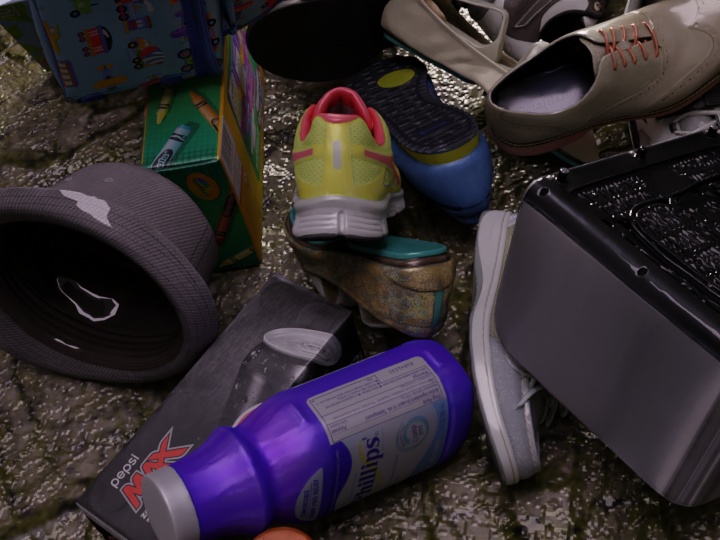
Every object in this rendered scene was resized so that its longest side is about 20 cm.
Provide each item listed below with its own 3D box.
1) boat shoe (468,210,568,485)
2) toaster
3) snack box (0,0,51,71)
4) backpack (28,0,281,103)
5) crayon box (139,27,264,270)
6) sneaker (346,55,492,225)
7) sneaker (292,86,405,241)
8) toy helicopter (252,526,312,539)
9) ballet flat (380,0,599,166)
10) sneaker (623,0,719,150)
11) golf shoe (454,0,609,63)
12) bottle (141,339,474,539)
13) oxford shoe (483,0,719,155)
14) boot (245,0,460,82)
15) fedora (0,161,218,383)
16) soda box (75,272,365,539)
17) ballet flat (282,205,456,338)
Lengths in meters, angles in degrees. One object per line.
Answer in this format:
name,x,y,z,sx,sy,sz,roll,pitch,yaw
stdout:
boat shoe,0.106,0.041,0.766,0.065,0.074,0.202,-5,47,14
toaster,0.205,0.021,0.692,0.181,0.119,0.200,-19,48,-36
snack box,-0.186,-0.229,0.976,0.200,0.142,0.053,-13,78,2
backpack,-0.122,-0.215,0.794,0.200,0.183,0.135,-12,60,-12
crayon box,-0.113,-0.114,0.894,0.058,0.119,0.200,-7,53,7
sneaker,0.042,-0.097,0.891,0.066,0.079,0.200,-25,34,-5
sneaker,-0.008,-0.077,0.797,0.078,0.090,0.200,-2,12,-2
toy helicopter,-0.014,0.243,0.644,0.200,0.079,0.132,31,66,25
ballet flat,0.103,-0.152,0.878,0.200,0.069,0.069,36,68,13
sneaker,0.223,-0.122,0.850,0.074,0.089,0.200,-16,54,-1
golf shoe,0.169,-0.224,0.954,0.200,0.078,0.095,-29,85,-24
bottle,-0.028,0.106,0.707,0.200,0.084,0.065,-19,48,-28
oxford shoe,0.176,-0.136,0.795,0.200,0.074,0.071,-27,76,8
boot,-0.032,-0.231,0.984,0.200,0.069,0.174,-18,42,-25
fedora,-0.174,-0.009,0.802,0.200,0.177,0.090,-6,40,33
soda box,-0.083,0.100,0.768,0.071,0.063,0.200,27,64,27
ballet flat,0.000,0.000,0.809,0.071,0.071,0.200,-37,26,-15
